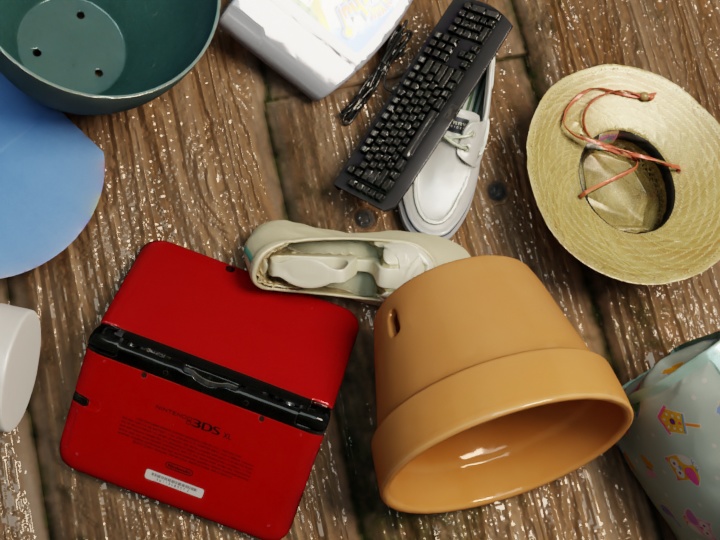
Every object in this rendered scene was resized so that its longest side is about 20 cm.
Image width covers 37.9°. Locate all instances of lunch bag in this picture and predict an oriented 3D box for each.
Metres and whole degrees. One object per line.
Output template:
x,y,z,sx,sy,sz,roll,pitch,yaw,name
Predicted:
0.288,0.136,0.805,0.121,0.200,0.171,-31,80,-12,lunch bag

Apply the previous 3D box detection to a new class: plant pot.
-0.228,-0.211,0.863,0.197,0.135,0.203,6,74,-22,plant pot
0.093,0.083,0.812,0.197,0.201,0.142,-12,61,-9,plant pot

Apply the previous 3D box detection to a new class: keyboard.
0.038,-0.153,0.909,0.127,0.021,0.201,28,82,44,keyboard

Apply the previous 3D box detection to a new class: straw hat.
0.226,-0.070,0.910,0.198,0.085,0.204,2,70,-5,straw hat

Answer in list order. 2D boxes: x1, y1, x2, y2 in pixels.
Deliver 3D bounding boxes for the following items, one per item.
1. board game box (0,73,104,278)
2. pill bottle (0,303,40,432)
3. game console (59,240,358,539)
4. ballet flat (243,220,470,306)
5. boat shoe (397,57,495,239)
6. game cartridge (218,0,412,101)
-0.314,-0.082,0.882,0.200,0.039,0.158,43,66,5,board game box
-0.356,0.060,0.802,0.197,0.114,0.115,11,75,-3,pill bottle
-0.121,0.097,0.867,0.198,0.119,0.174,20,105,0,game console
0.000,0.000,0.875,0.197,0.070,0.071,4,75,-3,ballet flat
0.075,-0.125,0.917,0.072,0.067,0.203,11,75,-3,boat shoe
-0.019,-0.259,0.925,0.133,0.040,0.201,35,87,-21,game cartridge
